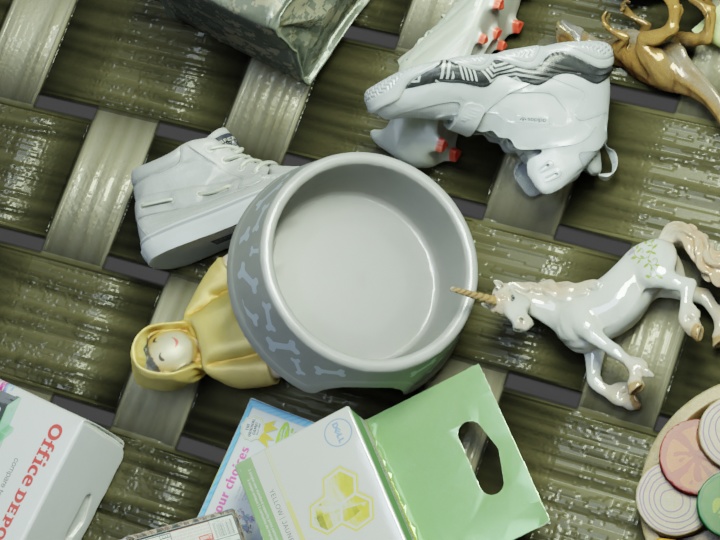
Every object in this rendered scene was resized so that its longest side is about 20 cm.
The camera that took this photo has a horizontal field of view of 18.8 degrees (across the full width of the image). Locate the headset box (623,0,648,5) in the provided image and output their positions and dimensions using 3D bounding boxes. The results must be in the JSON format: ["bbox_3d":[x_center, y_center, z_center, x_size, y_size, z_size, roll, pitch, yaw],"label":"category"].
[{"bbox_3d":[0.269,-0.329,1.753,0.148,0.077,0.201,-9,66,17],"label":"headset box"}]

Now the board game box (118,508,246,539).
[{"bbox_3d":[-0.134,0.291,1.584,0.097,0.159,0.201,-24,81,25],"label":"board game box"}]

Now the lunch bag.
[{"bbox_3d":[-0.062,-0.284,1.835,0.164,0.118,0.200,29,76,26],"label":"lunch bag"}]

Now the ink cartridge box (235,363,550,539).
[{"bbox_3d":[0.022,0.168,1.638,0.200,0.048,0.146,-28,64,9],"label":"ink cartridge box"}]

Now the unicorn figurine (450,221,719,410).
[{"bbox_3d":[0.190,0.032,1.662,0.200,0.074,0.137,-30,62,-12],"label":"unicorn figurine"}]

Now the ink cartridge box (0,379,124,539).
[{"bbox_3d":[-0.316,0.159,1.774,0.200,0.084,0.145,22,79,24],"label":"ink cartridge box"}]

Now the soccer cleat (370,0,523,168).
[{"bbox_3d":[0.073,-0.180,1.777,0.077,0.069,0.200,21,81,27],"label":"soccer cleat"}]

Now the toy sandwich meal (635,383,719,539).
[{"bbox_3d":[0.295,0.161,1.570,0.204,0.070,0.206,-6,69,17],"label":"toy sandwich meal"}]

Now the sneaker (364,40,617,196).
[{"bbox_3d":[0.107,-0.112,1.702,0.199,0.075,0.115,-9,91,-7],"label":"sneaker"}]

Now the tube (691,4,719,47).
[{"bbox_3d":[0.351,-0.161,1.687,0.058,0.052,0.200,-16,45,-36],"label":"tube"}]

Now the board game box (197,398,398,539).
[{"bbox_3d":[-0.065,0.215,1.695,0.134,0.034,0.200,19,78,24],"label":"board game box"}]

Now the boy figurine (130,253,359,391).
[{"bbox_3d":[-0.096,0.038,1.756,0.199,0.064,0.125,-21,68,7],"label":"boy figurine"}]

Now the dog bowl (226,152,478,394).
[{"bbox_3d":[0.000,0.000,1.680,0.199,0.059,0.201,6,70,-17],"label":"dog bowl"}]

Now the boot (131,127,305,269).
[{"bbox_3d":[-0.098,-0.077,1.791,0.199,0.074,0.096,-19,73,13],"label":"boot"}]

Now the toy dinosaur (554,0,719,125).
[{"bbox_3d":[0.247,-0.164,1.724,0.200,0.060,0.106,34,114,34],"label":"toy dinosaur"}]
